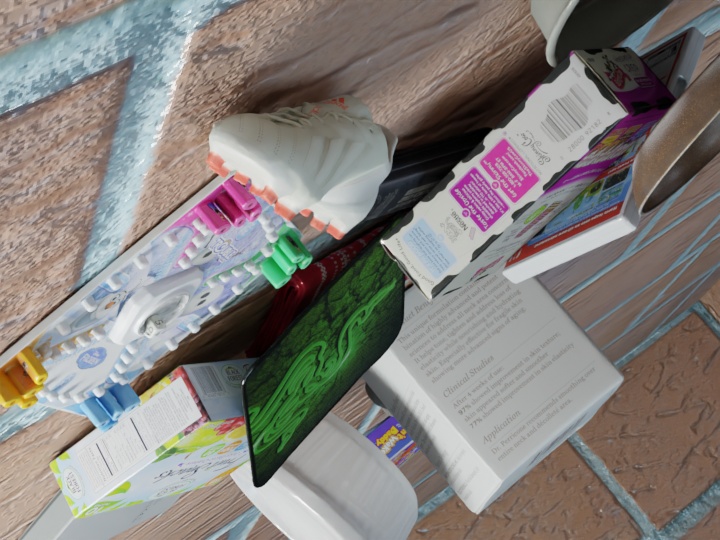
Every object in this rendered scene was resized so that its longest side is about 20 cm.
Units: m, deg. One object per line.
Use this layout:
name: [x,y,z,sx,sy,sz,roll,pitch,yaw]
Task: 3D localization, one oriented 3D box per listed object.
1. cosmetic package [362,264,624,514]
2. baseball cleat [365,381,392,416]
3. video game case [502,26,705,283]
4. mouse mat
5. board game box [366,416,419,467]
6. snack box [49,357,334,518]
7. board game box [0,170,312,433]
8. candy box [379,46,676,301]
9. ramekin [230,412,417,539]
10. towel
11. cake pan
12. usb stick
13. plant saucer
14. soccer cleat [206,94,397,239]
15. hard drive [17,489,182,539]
cosmetic package: [0.123,0.102,1.458,0.167,0.200,0.166,-36,167,-15]
baseball cleat: [0.049,0.137,1.656,0.106,0.070,0.200,-47,164,27]
video game case: [0.190,-0.090,1.143,0.143,0.017,0.200,-28,-150,53]
mouse mat: [-0.023,0.062,1.131,0.200,0.008,0.161,-46,154,-29]
board game box: [0.041,0.242,2.019,0.200,0.045,0.134,-40,166,-1]
snack box: [-0.126,0.124,1.141,0.142,0.053,0.200,-35,165,22]
board game box: [-0.126,0.027,0.940,0.200,0.026,0.200,-40,166,0]
candy box: [0.122,-0.072,1.057,0.200,0.061,0.136,-45,168,25]
ramekin: [-0.033,0.216,1.453,0.094,0.202,0.202,-49,170,-19]
towel: [0.000,0.000,1.194,0.200,0.023,0.145,-31,164,-32]
cake pan: [0.190,-0.217,0.973,0.200,0.037,0.200,-37,166,-10]
usb stick: [0.041,-0.068,1.062,0.200,0.033,0.055,-22,160,-52]
plant saucer: [0.251,-0.119,0.996,0.200,0.032,0.200,-43,169,-10]
soccer cleat: [-0.029,-0.069,0.826,0.078,0.069,0.200,-58,165,4]
hard drive: [-0.205,0.195,1.263,0.132,0.026,0.200,-48,164,31]
